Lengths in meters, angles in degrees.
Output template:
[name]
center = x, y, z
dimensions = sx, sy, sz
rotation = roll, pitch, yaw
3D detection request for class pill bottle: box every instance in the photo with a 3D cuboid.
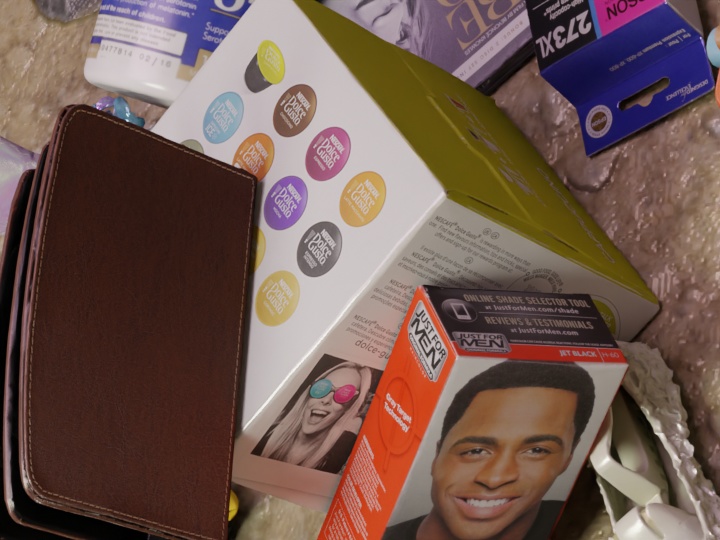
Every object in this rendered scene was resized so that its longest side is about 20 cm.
[pill bottle]
center = -0.089, -0.197, 1.733
dimensions = 0.120, 0.120, 0.200
rotation = 15, 90, 45

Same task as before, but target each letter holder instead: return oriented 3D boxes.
[letter holder]
center = -0.142, 0.034, 1.398
dimensions = 0.101, 0.142, 0.200
rotation = -12, 67, 40

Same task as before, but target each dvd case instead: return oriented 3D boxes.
[dvd case]
center = 0.032, -0.171, 1.703
dimensions = 0.149, 0.016, 0.200
rotation = -40, 50, 22

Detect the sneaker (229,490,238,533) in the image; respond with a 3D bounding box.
[sneaker]
center = -0.107, 0.125, 1.669
dimensions = 0.090, 0.070, 0.200
rotation = -12, 69, 33

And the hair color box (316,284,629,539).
[hair color box]
center = 0.052, 0.104, 1.448
dimensions = 0.061, 0.101, 0.200
rotation = -116, 37, -47

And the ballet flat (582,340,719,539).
[ballet flat]
center = 0.145, 0.119, 1.437
dimensions = 0.072, 0.072, 0.200
rotation = -38, 51, 24

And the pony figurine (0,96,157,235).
[pony figurine]
center = -0.171, -0.031, 1.746
dimensions = 0.193, 0.167, 0.200
rotation = -44, 28, -21

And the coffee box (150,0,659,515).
[coffee box]
center = 0.000, 0.000, 1.525
dimensions = 0.198, 0.200, 0.200
rotation = -49, 48, 15

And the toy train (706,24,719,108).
[toy train]
center = 0.244, -0.083, 1.441
dimensions = 0.200, 0.056, 0.150
rotation = 9, 78, 45

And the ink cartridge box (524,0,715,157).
[ink cartridge box]
center = 0.135, -0.173, 1.580
dimensions = 0.095, 0.037, 0.200
rotation = -28, 63, 36
